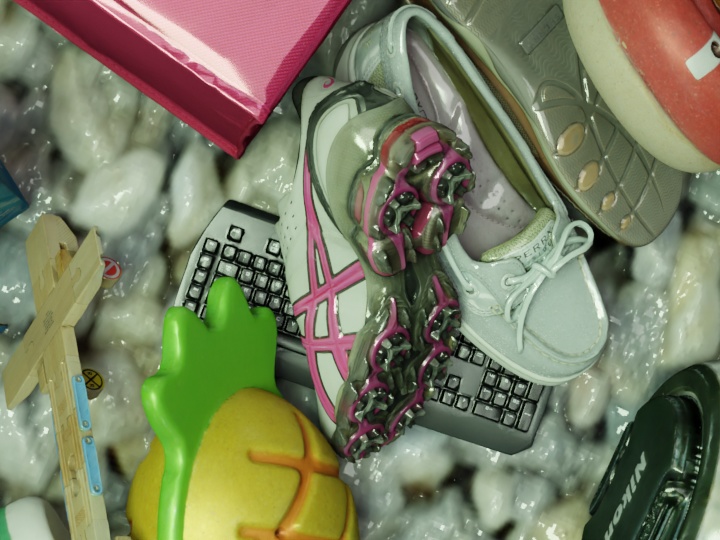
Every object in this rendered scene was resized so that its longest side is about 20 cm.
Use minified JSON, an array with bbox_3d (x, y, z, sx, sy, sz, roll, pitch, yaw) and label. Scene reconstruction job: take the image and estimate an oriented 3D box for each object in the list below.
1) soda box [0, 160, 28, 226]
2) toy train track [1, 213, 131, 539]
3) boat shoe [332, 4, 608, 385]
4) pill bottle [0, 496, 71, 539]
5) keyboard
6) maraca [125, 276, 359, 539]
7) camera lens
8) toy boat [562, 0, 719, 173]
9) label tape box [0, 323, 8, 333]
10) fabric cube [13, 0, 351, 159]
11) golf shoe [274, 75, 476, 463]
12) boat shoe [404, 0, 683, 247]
[{"bbox_3d":[-0.195,-0.045,0.721,0.064,0.200,0.068,-33,93,-6],"label":"soda box"},{"bbox_3d":[-0.125,0.060,0.763,0.032,0.115,0.201,10,47,-32],"label":"toy train track"},{"bbox_3d":[0.060,-0.034,0.794,0.074,0.065,0.203,-32,97,-21],"label":"boat shoe"},{"bbox_3d":[-0.214,0.198,0.759,0.198,0.113,0.114,-26,92,-7],"label":"pill bottle"},{"bbox_3d":[0.011,0.017,0.827,0.198,0.040,0.105,19,88,-7],"label":"keyboard"},{"bbox_3d":[-0.058,0.106,0.770,0.106,0.137,0.202,-2,106,23],"label":"maraca"},{"bbox_3d":[0.215,0.145,0.790,0.198,0.160,0.162,22,86,-6],"label":"camera lens"},{"bbox_3d":[0.188,-0.138,0.772,0.131,0.130,0.200,51,49,-10],"label":"toy boat"},{"bbox_3d":[-0.260,0.071,0.740,0.200,0.144,0.063,-44,92,-6],"label":"label tape box"},{"bbox_3d":[-0.073,-0.193,0.740,0.195,0.200,0.200,36,85,-6],"label":"fabric cube"},{"bbox_3d":[0.000,0.000,0.780,0.072,0.092,0.202,-25,136,-36],"label":"golf shoe"},{"bbox_3d":[0.090,-0.098,0.825,0.076,0.072,0.201,-40,105,-16],"label":"boat shoe"}]
